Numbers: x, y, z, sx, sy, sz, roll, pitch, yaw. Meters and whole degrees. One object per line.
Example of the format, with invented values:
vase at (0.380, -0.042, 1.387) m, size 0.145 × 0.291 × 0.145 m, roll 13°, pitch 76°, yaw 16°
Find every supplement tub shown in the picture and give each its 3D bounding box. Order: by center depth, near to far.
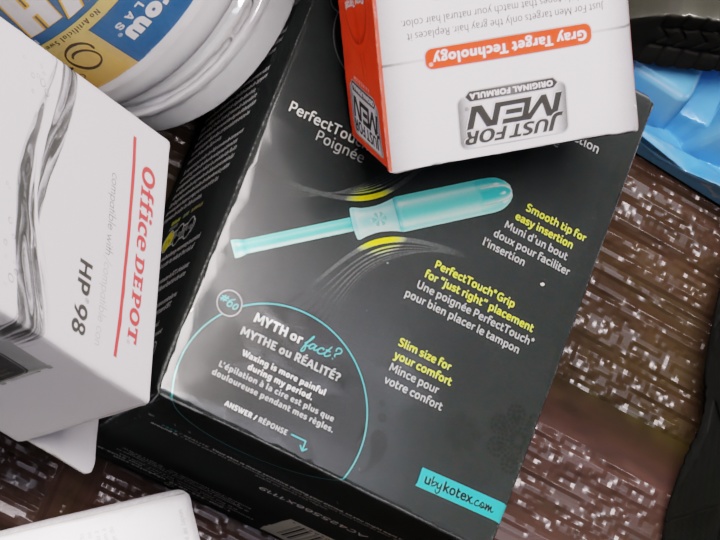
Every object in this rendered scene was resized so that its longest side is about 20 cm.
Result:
supplement tub at (-0.128, -0.148, 1.142) m, size 0.200 × 0.144 × 0.146 m, roll 31°, pitch 67°, yaw -45°

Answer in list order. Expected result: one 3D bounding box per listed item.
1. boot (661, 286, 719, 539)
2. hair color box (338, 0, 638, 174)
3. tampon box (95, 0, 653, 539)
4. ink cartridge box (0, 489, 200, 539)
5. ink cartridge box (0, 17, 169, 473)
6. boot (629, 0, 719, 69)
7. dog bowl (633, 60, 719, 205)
boot at (0.216, 0.092, 1.298) m, size 0.153 × 0.073 × 0.205 m, roll 15°, pitch 82°, yaw -25°
hair color box at (0.040, -0.145, 1.098) m, size 0.101 × 0.061 × 0.201 m, roll -10°, pitch 108°, yaw -13°
tampon box at (0.000, 0.000, 1.204) m, size 0.149 × 0.126 × 0.201 m, roll 27°, pitch 70°, yaw -14°
ink cartridge box at (-0.143, 0.183, 1.158) m, size 0.199 × 0.050 × 0.162 m, roll -12°, pitch 84°, yaw -20°
ink cartridge box at (-0.133, -0.018, 1.098) m, size 0.200 × 0.066 × 0.117 m, roll 36°, pitch 47°, yaw -45°
boot at (0.198, -0.156, 1.281) m, size 0.199 × 0.077 × 0.139 m, roll 7°, pitch 72°, yaw -21°
dog bowl at (0.155, -0.091, 1.324) m, size 0.199 × 0.050 × 0.112 m, roll 31°, pitch 70°, yaw -13°
